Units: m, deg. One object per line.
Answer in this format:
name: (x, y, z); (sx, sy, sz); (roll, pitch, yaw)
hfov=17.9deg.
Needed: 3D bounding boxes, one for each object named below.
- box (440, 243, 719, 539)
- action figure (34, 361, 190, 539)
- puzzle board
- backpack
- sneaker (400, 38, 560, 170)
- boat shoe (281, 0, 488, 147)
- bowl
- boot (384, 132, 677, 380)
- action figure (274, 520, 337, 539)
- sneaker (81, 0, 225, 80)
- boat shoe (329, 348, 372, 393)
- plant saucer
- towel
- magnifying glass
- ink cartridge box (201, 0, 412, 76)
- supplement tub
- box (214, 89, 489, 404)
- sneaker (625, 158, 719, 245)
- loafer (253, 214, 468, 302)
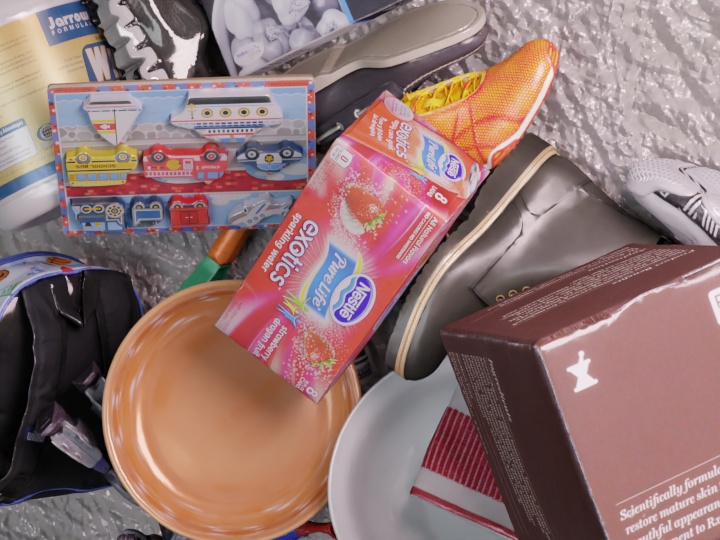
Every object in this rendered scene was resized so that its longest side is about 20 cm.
box: (0.177, 0.087, 1.505); (0.166, 0.165, 0.200); (69, 166, -7)
action figure: (-0.165, 0.168, 1.803); (0.200, 0.130, 0.069); (45, 168, -14)
puzzle board: (-0.133, -0.084, 1.733); (0.198, 0.017, 0.151); (-3, 136, -3)
backpack: (-0.261, 0.081, 1.880); (0.153, 0.199, 0.192); (23, 111, 40)
sneaker: (0.063, -0.104, 1.654); (0.077, 0.073, 0.200); (39, 121, -21)
boat shoe: (0.022, -0.145, 1.711); (0.199, 0.073, 0.063); (-18, 118, 35)
bowl: (0.082, 0.166, 1.707); (0.199, 0.090, 0.203); (-6, 69, 17)
boot: (0.121, 0.019, 1.642); (0.138, 0.077, 0.201); (34, 93, 16)
action figure: (-0.072, 0.201, 1.852); (0.199, 0.052, 0.066); (-7, 62, 46)
sneaker: (-0.164, -0.208, 1.792); (0.066, 0.090, 0.202); (-13, 99, 64)
boat shoe: (-0.084, 0.074, 1.828); (0.198, 0.071, 0.064); (-13, 97, 26)
plant saucer: (-0.097, 0.109, 1.748); (0.198, 0.037, 0.202); (0, 85, 0)
towel: (0.136, 0.098, 1.653); (0.143, 0.023, 0.201); (22, 78, 26)
magnifying glass: (-0.123, 0.009, 1.836); (0.022, 0.079, 0.201); (37, 109, 19)
ink cartridge box: (-0.052, -0.271, 1.728); (0.197, 0.043, 0.202); (-22, 89, 35)
supplement tub: (-0.262, -0.147, 1.831); (0.144, 0.144, 0.201); (-23, 90, 34)
box: (-0.007, -0.016, 1.644); (0.099, 0.096, 0.200); (37, 125, 2)
sneaker: (0.257, 0.009, 1.585); (0.199, 0.075, 0.116); (31, 114, 19)
loafer: (0.000, 0.000, 1.749); (0.199, 0.071, 0.074); (-11, 97, 34)
